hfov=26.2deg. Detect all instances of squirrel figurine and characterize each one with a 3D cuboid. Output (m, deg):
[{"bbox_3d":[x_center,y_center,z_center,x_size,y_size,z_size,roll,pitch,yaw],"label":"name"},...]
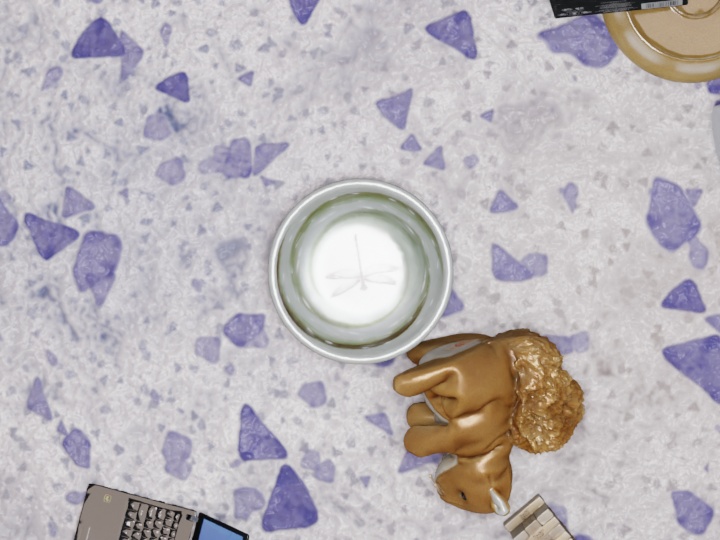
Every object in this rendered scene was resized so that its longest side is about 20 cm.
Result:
[{"bbox_3d":[0.145,0.164,1.644,0.200,0.142,0.187,-14,99,4],"label":"squirrel figurine"}]

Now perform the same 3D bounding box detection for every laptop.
[{"bbox_3d":[-0.230,0.340,1.657,0.200,0.103,0.177,14,85,5],"label":"laptop"}]

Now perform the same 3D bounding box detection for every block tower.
[{"bbox_3d":[0.240,0.341,1.690,0.054,0.058,0.200,-40,91,2],"label":"block tower"}]

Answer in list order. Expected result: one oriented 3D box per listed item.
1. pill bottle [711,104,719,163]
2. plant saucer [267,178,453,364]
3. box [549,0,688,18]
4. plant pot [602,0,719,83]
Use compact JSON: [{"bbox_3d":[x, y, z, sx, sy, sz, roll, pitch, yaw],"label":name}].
[{"bbox_3d":[0.480,-0.155,1.629,0.200,0.111,0.111,-12,93,2],"label":"pill bottle"},{"bbox_3d":[0.000,0.000,1.677,0.200,0.050,0.200,0,94,0],"label":"plant saucer"},{"bbox_3d":[0.261,-0.376,1.596,0.148,0.124,0.200,-4,88,10],"label":"box"},{"bbox_3d":[0.360,-0.303,1.665,0.200,0.027,0.200,0,94,0],"label":"plant pot"}]
